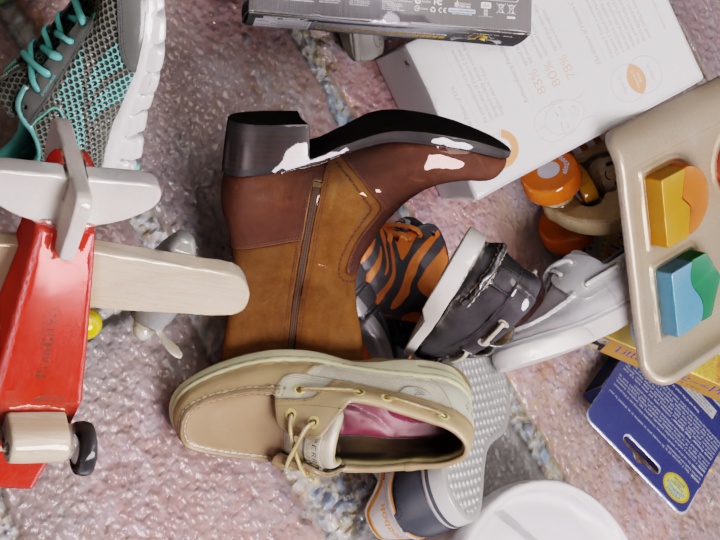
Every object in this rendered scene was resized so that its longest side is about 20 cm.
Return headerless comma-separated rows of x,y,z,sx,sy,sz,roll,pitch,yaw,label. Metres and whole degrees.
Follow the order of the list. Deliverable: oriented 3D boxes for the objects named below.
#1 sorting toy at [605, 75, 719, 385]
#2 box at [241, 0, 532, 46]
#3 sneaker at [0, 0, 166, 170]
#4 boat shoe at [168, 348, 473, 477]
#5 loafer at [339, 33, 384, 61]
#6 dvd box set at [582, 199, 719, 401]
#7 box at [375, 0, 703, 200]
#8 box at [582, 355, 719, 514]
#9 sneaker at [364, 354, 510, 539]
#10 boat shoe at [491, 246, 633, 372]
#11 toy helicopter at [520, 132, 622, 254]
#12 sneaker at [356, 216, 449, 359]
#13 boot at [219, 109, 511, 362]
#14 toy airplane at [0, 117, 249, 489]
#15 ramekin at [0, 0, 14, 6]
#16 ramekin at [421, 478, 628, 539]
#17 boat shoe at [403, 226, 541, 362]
0.268,-0.036,1.158,0.185,0.036,0.201,-27,112,-35,sorting toy
0.021,-0.243,1.053,0.199,0.048,0.159,3,87,-9,box
-0.172,-0.117,0.909,0.091,0.201,0.078,-2,36,-26,sneaker
-0.023,0.096,0.977,0.199,0.066,0.074,-4,123,-5,boat shoe
0.016,-0.254,1.118,0.069,0.070,0.201,-1,104,-13,loafer
0.270,0.023,1.257,0.199,0.029,0.147,23,61,-5,dvd box set
0.132,-0.152,1.146,0.199,0.097,0.125,-28,98,-10,box
0.262,0.097,1.270,0.121,0.032,0.200,46,54,-7,box
0.051,0.116,1.089,0.079,0.079,0.200,58,27,-16,sneaker
0.175,0.017,1.166,0.199,0.072,0.069,-24,87,-22,boat shoe
0.204,-0.111,1.238,0.079,0.132,0.201,63,25,-45,toy helicopter
-0.007,-0.027,1.080,0.112,0.077,0.201,-42,116,-41,sneaker
0.000,0.000,0.990,0.187,0.068,0.201,-3,109,-14,boot
-0.189,0.006,0.877,0.199,0.141,0.200,-38,121,-6,toy airplane
-0.241,-0.255,0.925,0.199,0.098,0.201,10,73,-37,ramekin
0.107,0.252,1.081,0.202,0.094,0.203,10,73,-36,ramekin
0.075,0.028,0.997,0.060,0.200,0.074,31,72,5,boat shoe
